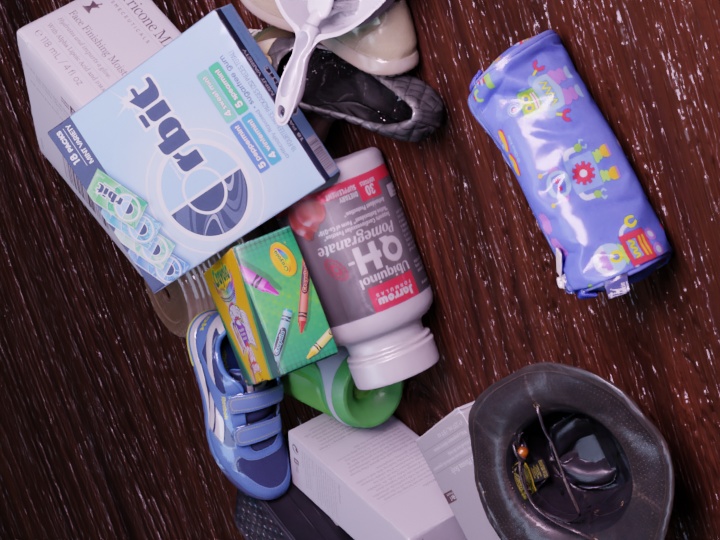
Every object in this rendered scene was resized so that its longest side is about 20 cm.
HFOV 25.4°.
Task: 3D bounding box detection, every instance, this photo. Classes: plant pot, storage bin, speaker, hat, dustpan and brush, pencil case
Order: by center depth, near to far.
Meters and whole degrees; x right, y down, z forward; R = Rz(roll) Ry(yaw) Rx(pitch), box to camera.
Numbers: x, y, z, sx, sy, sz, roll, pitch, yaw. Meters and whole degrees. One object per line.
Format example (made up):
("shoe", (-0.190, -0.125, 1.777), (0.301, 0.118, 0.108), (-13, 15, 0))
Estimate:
("pencil case", (0.149, -0.072, 1.164), (0.201, 0.086, 0.078), (63, 173, 7))
("hat", (0.182, 0.151, 1.265), (0.200, 0.081, 0.202), (18, 117, 40))
("dustpan and brush", (-0.029, -0.213, 1.274), (0.139, 0.057, 0.201), (23, 108, 28))
("speaker", (-0.044, 0.095, 1.606), (0.200, 0.088, 0.089), (20, 127, 53))
("storage bin", (-0.027, 0.264, 1.647), (0.200, 0.135, 0.094), (46, 146, 31))
("plant pot", (-0.176, 0.009, 1.754), (0.201, 0.092, 0.202), (37, 139, 41))

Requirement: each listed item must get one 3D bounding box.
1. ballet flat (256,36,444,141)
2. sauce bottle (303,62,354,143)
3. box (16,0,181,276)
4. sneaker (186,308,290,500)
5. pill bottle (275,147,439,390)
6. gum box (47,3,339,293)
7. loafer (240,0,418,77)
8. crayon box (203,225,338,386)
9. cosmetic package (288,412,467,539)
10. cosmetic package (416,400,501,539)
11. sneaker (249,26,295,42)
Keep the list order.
("ballet flat", (-0.019, -0.160, 1.348), (0.199, 0.057, 0.067), (19, 92, 25))
("sauce bottle", (-0.075, -0.119, 1.436), (0.199, 0.065, 0.065), (-34, 79, 22))
("box", (-0.220, -0.140, 1.562), (0.199, 0.130, 0.200), (48, 157, 23))
("sneaker", (-0.114, 0.132, 1.587), (0.082, 0.074, 0.201), (-19, 91, 57))
("pill bottle", (0.000, 0.000, 1.436), (0.110, 0.110, 0.201), (-9, 103, 60))
("gum box", (-0.145, -0.102, 1.375), (0.199, 0.045, 0.170), (-32, 96, 24))
("loafer", (-0.026, -0.233, 1.354), (0.199, 0.075, 0.069), (31, 126, 28))
("crayon box", (-0.085, 0.036, 1.454), (0.200, 0.058, 0.120), (152, 97, -76))
("cosmetic package", (0.026, 0.212, 1.559), (0.200, 0.101, 0.072), (36, 140, 43))
("cosmetic package", (0.142, 0.207, 1.377), (0.201, 0.090, 0.107), (63, 151, 12))
("sneaker", (-0.125, -0.200, 1.538), (0.090, 0.067, 0.200), (56, 153, 7))
